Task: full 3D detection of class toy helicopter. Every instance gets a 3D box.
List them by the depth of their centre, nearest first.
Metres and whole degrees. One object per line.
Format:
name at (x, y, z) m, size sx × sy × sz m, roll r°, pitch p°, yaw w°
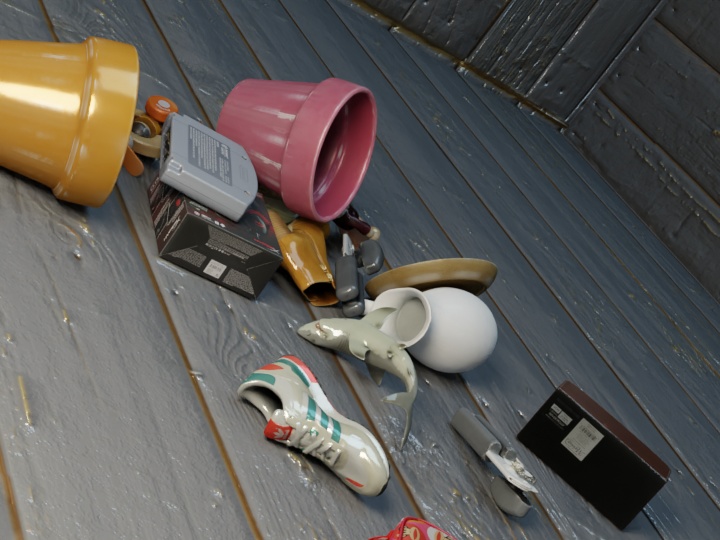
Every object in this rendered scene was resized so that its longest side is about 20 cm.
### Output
toy helicopter at (-0.351, -0.202, 1.846) m, size 0.200 × 0.079 × 0.132 m, roll 20°, pitch 32°, yaw -16°

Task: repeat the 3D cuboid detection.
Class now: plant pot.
plant pot at (-0.378, -0.190, 1.577) m, size 0.183 × 0.201 × 0.200 m, roll 12°, pitch 27°, yaw -22°
plant pot at (-0.098, -0.188, 1.903) m, size 0.179 × 0.200 × 0.200 m, roll 19°, pitch 12°, yaw 20°
plant pot at (0.106, 0.025, 1.977) m, size 0.200 × 0.200 × 0.028 m, roll 12°, pitch 64°, yaw -52°

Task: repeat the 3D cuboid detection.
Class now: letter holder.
letter holder at (0.348, 0.260, 1.957) m, size 0.200 × 0.101 × 0.142 m, roll 41°, pitch 17°, yaw 11°

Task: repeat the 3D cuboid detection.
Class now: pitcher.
pitcher at (0.089, 0.075, 1.918) m, size 0.171 × 0.122 × 0.200 m, roll 16°, pitch -1°, yaw 40°

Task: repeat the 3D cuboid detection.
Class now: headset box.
headset box at (-0.196, -0.067, 1.768) m, size 0.148 × 0.075 × 0.200 m, roll 27°, pitch 21°, yaw -27°

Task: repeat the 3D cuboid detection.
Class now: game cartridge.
game cartridge at (-0.198, -0.135, 1.753) m, size 0.133 × 0.041 × 0.200 m, roll 25°, pitch 22°, yaw -18°

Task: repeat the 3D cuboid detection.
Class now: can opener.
can opener at (0.169, 0.244, 1.739) m, size 0.053 × 0.067 × 0.200 m, roll 30°, pitch 11°, yaw -28°
can opener at (0.000, 0.000, 1.889) m, size 0.200 × 0.067 × 0.053 m, roll -94°, pitch 165°, yaw -66°

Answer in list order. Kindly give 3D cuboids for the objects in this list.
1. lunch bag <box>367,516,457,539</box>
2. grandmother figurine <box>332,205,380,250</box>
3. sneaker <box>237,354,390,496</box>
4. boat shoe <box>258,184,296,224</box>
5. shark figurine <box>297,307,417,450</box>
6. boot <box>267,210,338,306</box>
lunch bag at (0.067, 0.327, 1.300) m, size 0.176 × 0.082 × 0.200 m, roll 36°, pitch 19°, yaw -2°
grandmother figurine at (-0.024, -0.080, 2.063) m, size 0.121 × 0.061 × 0.200 m, roll 25°, pitch -6°, yaw 22°
sneaker at (-0.057, 0.181, 1.471) m, size 0.093 × 0.070 × 0.200 m, roll -19°, pitch 58°, yaw -47°
boat shoe at (-0.169, -0.139, 2.005) m, size 0.200 × 0.066 × 0.074 m, roll 24°, pitch 22°, yaw -34°
shark figurine at (0.029, 0.130, 1.724) m, size 0.128 × 0.090 × 0.214 m, roll -22°, pitch 46°, yaw -30°
boot at (-0.069, -0.012, 1.910) m, size 0.144 × 0.071 × 0.201 m, roll 56°, pitch 18°, yaw 17°
